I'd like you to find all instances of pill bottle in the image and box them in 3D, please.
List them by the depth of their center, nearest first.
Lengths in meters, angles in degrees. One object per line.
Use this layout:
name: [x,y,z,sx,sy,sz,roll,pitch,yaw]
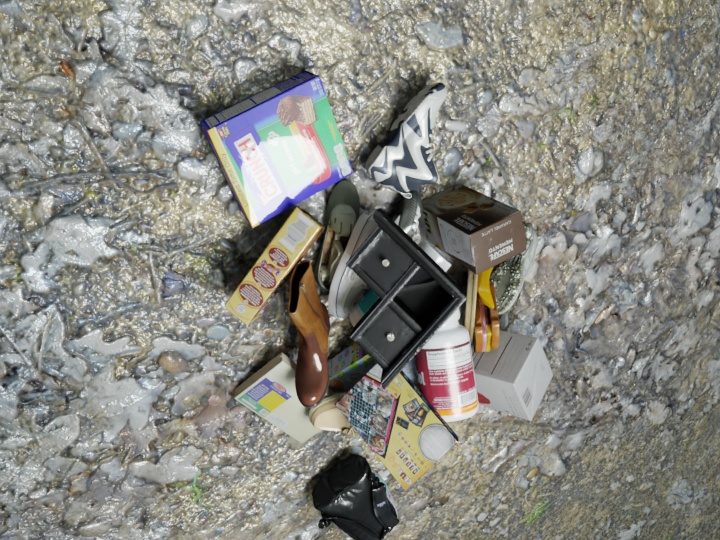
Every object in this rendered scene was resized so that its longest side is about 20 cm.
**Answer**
pill bottle: [0.076,0.043,1.021,0.110,0.111,0.201,33,101,-31]
pill bottle: [0.160,0.173,1.074,0.110,0.112,0.207,-9,92,-21]

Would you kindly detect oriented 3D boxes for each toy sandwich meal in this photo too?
toy sandwich meal: [0.247,0.057,1.126,0.068,0.206,0.211,4,114,10]

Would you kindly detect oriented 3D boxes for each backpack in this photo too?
backpack: [0.002,0.504,1.231,0.165,0.127,0.201,-34,122,5]

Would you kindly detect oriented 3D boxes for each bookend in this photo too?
bookend: [0.037,0.041,0.921,0.200,0.092,0.199,43,99,-1]

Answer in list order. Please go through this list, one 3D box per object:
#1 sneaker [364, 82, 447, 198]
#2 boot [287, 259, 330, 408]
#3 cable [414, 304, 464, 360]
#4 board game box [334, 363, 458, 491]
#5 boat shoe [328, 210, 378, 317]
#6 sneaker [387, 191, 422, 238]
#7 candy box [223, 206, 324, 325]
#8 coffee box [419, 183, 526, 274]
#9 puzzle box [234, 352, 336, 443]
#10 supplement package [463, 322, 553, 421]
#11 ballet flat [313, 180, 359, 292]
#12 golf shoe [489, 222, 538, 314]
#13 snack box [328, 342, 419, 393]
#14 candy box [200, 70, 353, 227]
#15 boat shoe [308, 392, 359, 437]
sneaker: [0.113,-0.219,1.001,0.128,0.080,0.201,36,94,-21]
boot: [-0.088,0.114,0.964,0.066,0.193,0.202,8,150,10]
cable: [0.122,0.090,1.150,0.195,0.069,0.205,12,105,-28]
board game box: [0.065,0.275,1.025,0.135,0.035,0.201,-42,83,8]
boat shoe: [0.000,0.000,0.996,0.073,0.064,0.205,-14,127,-58]
sneaker: [0.044,-0.066,1.051,0.089,0.066,0.204,21,103,-32]
candy box: [-0.142,-0.010,0.953,0.056,0.117,0.202,35,93,-2]
coffee box: [0.198,-0.083,1.038,0.112,0.200,0.082,-24,119,-13]
puzzle box: [-0.133,0.254,1.099,0.132,0.026,0.200,-36,123,16]
supplement package: [0.279,0.208,1.179,0.121,0.197,0.123,-51,126,-26]
ballet flat: [-0.037,-0.057,1.018,0.065,0.064,0.206,8,107,-22]
golf shoe: [0.337,0.005,1.200,0.096,0.077,0.205,25,86,-44]
snack box: [0.039,0.218,1.137,0.198,0.054,0.141,32,127,-31]
candy box: [-0.132,-0.198,0.909,0.196,0.077,0.172,-29,120,-10]
boat shoe: [-0.002,0.285,1.091,0.194,0.070,0.076,-3,119,-17]
